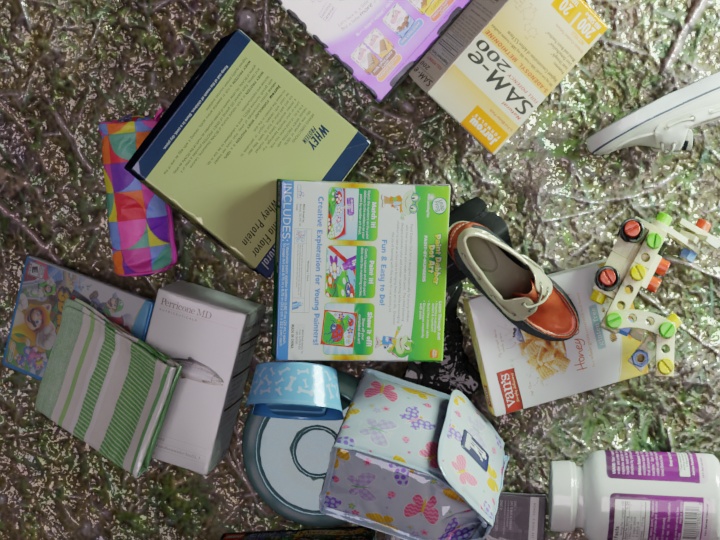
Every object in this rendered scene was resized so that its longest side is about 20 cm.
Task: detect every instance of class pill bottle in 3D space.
[{"bbox_3d":[0.324,0.271,1.672,0.197,0.112,0.114,2,96,5],"label":"pill bottle"}]

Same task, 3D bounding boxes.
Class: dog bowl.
[{"bbox_3d":[-0.073,0.141,1.634,0.110,0.200,0.050,3,78,1],"label":"dog bowl"}]

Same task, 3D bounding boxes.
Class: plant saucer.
[{"bbox_3d":[-0.052,0.223,1.746,0.197,0.027,0.203,1,95,6],"label":"plant saucer"}]

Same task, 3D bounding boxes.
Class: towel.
[{"bbox_3d":[-0.304,0.138,1.668,0.199,0.023,0.154,27,103,33],"label":"towel"}]

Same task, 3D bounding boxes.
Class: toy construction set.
[{"bbox_3d":[0.342,0.013,1.628,0.130,0.092,0.201,27,74,9],"label":"toy construction set"}]

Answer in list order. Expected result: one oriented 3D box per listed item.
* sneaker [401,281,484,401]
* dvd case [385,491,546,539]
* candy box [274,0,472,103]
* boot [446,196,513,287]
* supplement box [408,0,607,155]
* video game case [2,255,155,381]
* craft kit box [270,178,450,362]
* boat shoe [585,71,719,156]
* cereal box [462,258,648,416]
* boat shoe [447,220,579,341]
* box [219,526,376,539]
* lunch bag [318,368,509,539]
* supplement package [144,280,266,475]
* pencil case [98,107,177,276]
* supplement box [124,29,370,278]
[{"bbox_3d":[0.112,0.115,1.705,0.103,0.060,0.202,23,102,3],"label":"sneaker"},{"bbox_3d":[0.128,0.346,1.744,0.197,0.016,0.151,3,97,5],"label":"dvd case"},{"bbox_3d":[0.009,-0.328,1.663,0.200,0.072,0.168,44,98,-1],"label":"candy box"},{"bbox_3d":[0.062,-0.032,1.681,0.199,0.066,0.165,-34,53,-4],"label":"boot"},{"bbox_3d":[0.171,-0.254,1.629,0.126,0.074,0.200,37,99,-30],"label":"supplement box"},{"bbox_3d":[-0.347,0.079,1.729,0.198,0.018,0.145,18,97,24],"label":"video game case"},{"bbox_3d":[0.000,0.000,1.577,0.195,0.048,0.203,2,94,-11],"label":"craft kit box"},{"bbox_3d":[0.365,-0.170,1.649,0.198,0.071,0.071,-24,90,1],"label":"boat shoe"},{"bbox_3d":[0.232,0.078,1.675,0.198,0.040,0.146,-16,95,-8],"label":"cereal box"},{"bbox_3d":[0.179,0.016,1.608,0.200,0.063,0.071,40,86,-16],"label":"boat shoe"},{"bbox_3d":[-0.082,0.352,1.705,0.197,0.137,0.038,-4,97,6],"label":"box"},{"bbox_3d":[0.070,0.218,1.624,0.198,0.170,0.128,19,121,5],"label":"lunch bag"},{"bbox_3d":[-0.202,0.127,1.704,0.115,0.117,0.203,15,96,6],"label":"supplement package"},{"bbox_3d":[-0.269,-0.093,1.707,0.087,0.088,0.203,-4,97,6],"label":"pencil case"},{"bbox_3d":[-0.133,-0.133,1.625,0.199,0.134,0.201,38,86,-14],"label":"supplement box"}]
